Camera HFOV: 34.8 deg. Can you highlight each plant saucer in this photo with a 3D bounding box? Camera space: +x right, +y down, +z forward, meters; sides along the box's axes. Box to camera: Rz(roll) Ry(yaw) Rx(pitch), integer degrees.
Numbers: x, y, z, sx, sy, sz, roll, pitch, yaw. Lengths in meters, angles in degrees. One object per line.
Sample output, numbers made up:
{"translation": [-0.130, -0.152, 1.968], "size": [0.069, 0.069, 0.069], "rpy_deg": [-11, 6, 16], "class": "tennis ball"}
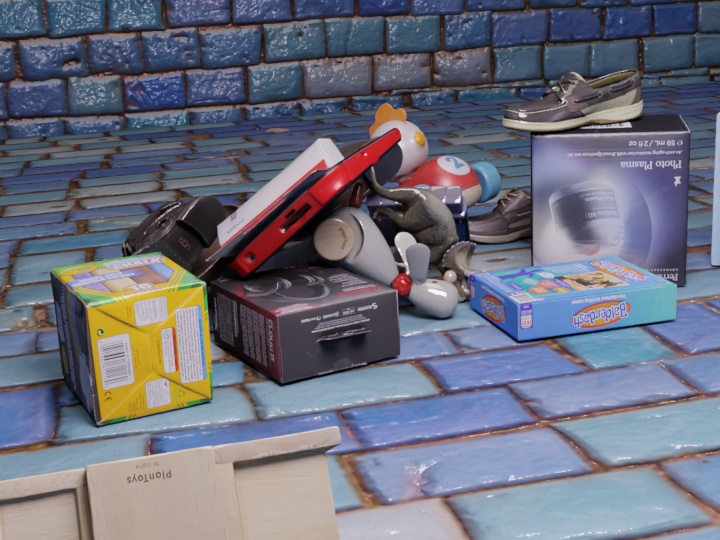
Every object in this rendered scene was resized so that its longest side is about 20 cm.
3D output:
{"translation": [-0.224, -0.009, 1.462], "size": [0.198, 0.032, 0.201], "rpy_deg": [-28, 27, 16], "class": "plant saucer"}

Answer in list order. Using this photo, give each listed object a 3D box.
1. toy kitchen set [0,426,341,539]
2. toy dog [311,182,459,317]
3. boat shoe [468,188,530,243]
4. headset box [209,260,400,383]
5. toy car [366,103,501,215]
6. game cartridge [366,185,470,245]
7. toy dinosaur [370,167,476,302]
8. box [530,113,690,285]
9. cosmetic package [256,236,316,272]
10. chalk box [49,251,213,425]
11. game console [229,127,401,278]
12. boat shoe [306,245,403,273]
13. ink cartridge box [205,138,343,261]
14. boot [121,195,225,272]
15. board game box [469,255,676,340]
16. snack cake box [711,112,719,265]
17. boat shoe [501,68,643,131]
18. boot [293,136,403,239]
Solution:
{"translation": [-0.111, 0.201, 0.692], "size": [0.196, 0.166, 0.180], "rpy_deg": [-7, -13, -15], "class": "toy kitchen set"}
{"translation": [0.033, -0.030, 1.356], "size": [0.198, 0.097, 0.132], "rpy_deg": [27, 3, -27], "class": "toy dog"}
{"translation": [0.234, -0.088, 1.741], "size": [0.196, 0.075, 0.074], "rpy_deg": [-7, 15, -15], "class": "boat shoe"}
{"translation": [-0.059, 0.053, 1.254], "size": [0.147, 0.079, 0.199], "rpy_deg": [-11, 15, -28], "class": "headset box"}
{"translation": [0.079, -0.163, 1.734], "size": [0.183, 0.203, 0.176], "rpy_deg": [-24, -1, -44], "class": "toy car"}
{"translation": [0.082, -0.058, 1.542], "size": [0.127, 0.039, 0.200], "rpy_deg": [3, -20, 10], "class": "game cartridge"}
{"translation": [0.081, -0.057, 1.431], "size": [0.101, 0.202, 0.077], "rpy_deg": [-19, 16, 30], "class": "toy dinosaur"}
{"translation": [0.318, -0.089, 1.478], "size": [0.196, 0.202, 0.123], "rpy_deg": [-1, 18, 9], "class": "box"}
{"translation": [-0.078, -0.006, 1.475], "size": [0.050, 0.084, 0.199], "rpy_deg": [1, 14, 26], "class": "cosmetic package"}
{"translation": [-0.241, 0.058, 1.176], "size": [0.122, 0.127, 0.199], "rpy_deg": [-10, 17, -24], "class": "chalk box"}
{"translation": [-0.052, -0.077, 1.291], "size": [0.199, 0.031, 0.177], "rpy_deg": [-39, 5, 36], "class": "game console"}
{"translation": [0.000, -0.002, 1.472], "size": [0.200, 0.076, 0.064], "rpy_deg": [-12, 10, -44], "class": "boat shoe"}
{"translation": [-0.100, -0.082, 1.293], "size": [0.160, 0.050, 0.200], "rpy_deg": [-39, -4, 11], "class": "ink cartridge box"}
{"translation": [-0.260, -0.022, 1.437], "size": [0.200, 0.070, 0.173], "rpy_deg": [-47, 22, -24], "class": "boot"}
{"translation": [0.245, 0.030, 1.345], "size": [0.196, 0.046, 0.152], "rpy_deg": [-7, 15, -14], "class": "board game box"}
{"translation": [0.515, -0.116, 1.535], "size": [0.066, 0.204, 0.115], "rpy_deg": [5, 16, 26], "class": "snack cake box"}
{"translation": [0.266, -0.216, 1.440], "size": [0.198, 0.067, 0.072], "rpy_deg": [-10, 19, -19], "class": "boat shoe"}
{"translation": [-0.037, -0.106, 1.465], "size": [0.198, 0.075, 0.097], "rpy_deg": [-31, 15, 0], "class": "boot"}
